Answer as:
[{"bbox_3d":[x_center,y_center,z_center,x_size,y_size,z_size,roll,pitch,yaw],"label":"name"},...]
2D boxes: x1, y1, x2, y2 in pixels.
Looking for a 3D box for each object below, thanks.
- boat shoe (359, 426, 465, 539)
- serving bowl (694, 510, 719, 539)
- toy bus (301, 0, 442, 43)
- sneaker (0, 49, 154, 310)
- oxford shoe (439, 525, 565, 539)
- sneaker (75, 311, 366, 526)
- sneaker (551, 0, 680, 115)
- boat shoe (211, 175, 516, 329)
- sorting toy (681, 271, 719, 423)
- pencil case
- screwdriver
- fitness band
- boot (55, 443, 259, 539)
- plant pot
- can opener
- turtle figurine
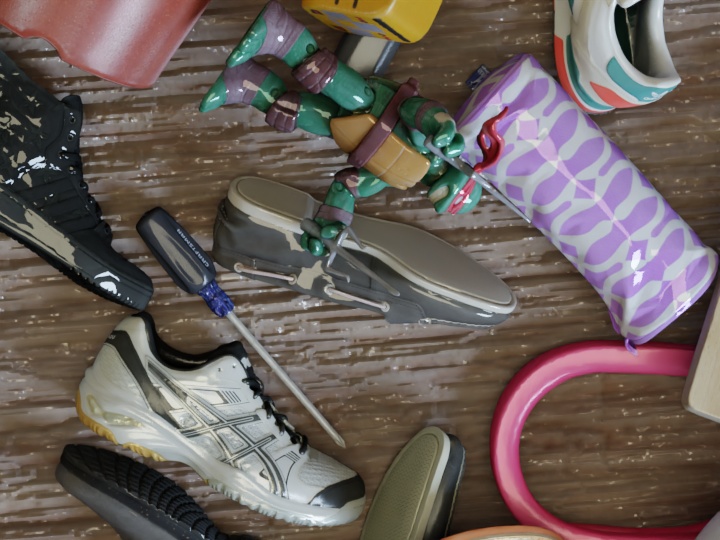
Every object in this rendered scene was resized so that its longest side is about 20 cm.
[{"bbox_3d":[0.035,0.200,1.304,0.067,0.072,0.201,13,94,-25],"label":"boat shoe"},{"bbox_3d":[0.245,0.206,1.273,0.066,0.200,0.201,33,95,35],"label":"serving bowl"},{"bbox_3d":[0.031,-0.242,1.206,0.078,0.065,0.201,13,87,25],"label":"toy bus"},{"bbox_3d":[-0.194,-0.066,1.253,0.199,0.060,0.105,33,79,-19],"label":"sneaker"},{"bbox_3d":[0.117,0.214,1.261,0.199,0.073,0.071,17,134,-29],"label":"oxford shoe"},{"bbox_3d":[-0.079,0.094,1.274,0.199,0.076,0.088,25,95,-6],"label":"sneaker"},{"bbox_3d":[0.153,-0.196,1.234,0.070,0.093,0.201,-19,101,-29],"label":"sneaker"},{"bbox_3d":[0.000,0.000,1.279,0.199,0.067,0.057,22,118,-1],"label":"boat shoe"},{"bbox_3d":[0.317,0.026,1.276,0.198,0.070,0.201,20,82,-6],"label":"sorting toy"},{"bbox_3d":[0.135,-0.045,1.258,0.085,0.084,0.200,-44,94,9],"label":"pencil case"},{"bbox_3d":[-0.075,0.040,1.289,0.028,0.029,0.200,-40,94,2],"label":"screwdriver"},{"bbox_3d":[0.183,0.119,1.312,0.198,0.037,0.145,3,97,-5],"label":"fitness band"},{"bbox_3d":[-0.137,0.212,1.292,0.199,0.070,0.132,34,99,-2],"label":"boot"},{"bbox_3d":[-0.141,-0.228,1.182,0.200,0.201,0.196,31,102,-6],"label":"plant pot"},{"bbox_3d":[0.033,-0.169,1.260,0.066,0.053,0.201,33,94,-7],"label":"can opener"},{"bbox_3d":[0.005,-0.073,1.201,0.199,0.101,0.150,35,131,-4],"label":"turtle figurine"}]
